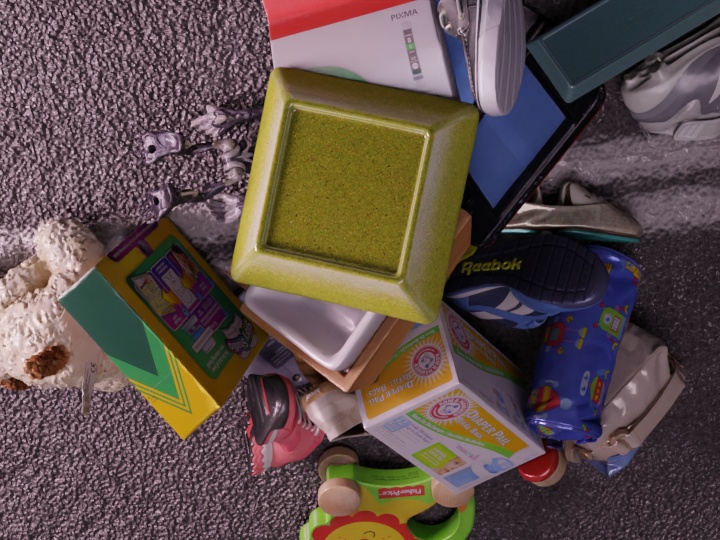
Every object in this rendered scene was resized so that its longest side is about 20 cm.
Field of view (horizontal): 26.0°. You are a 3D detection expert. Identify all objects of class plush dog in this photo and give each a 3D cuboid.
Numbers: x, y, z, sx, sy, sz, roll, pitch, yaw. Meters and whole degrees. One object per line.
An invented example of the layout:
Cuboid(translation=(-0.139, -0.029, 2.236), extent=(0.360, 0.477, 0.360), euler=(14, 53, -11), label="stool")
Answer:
Cuboid(translation=(-0.339, 0.062, 1.562), extent=(0.170, 0.161, 0.202), euler=(-1, 121, 30), label="plush dog")

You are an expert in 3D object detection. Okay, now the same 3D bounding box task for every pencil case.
Cuboid(translation=(0.224, 0.077, 1.552), extent=(0.086, 0.078, 0.202), euler=(23, 74, -24), label="pencil case")

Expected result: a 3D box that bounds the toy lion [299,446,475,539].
Cuboid(translation=(0.029, 0.284, 1.734), extent=(0.197, 0.069, 0.193), euler=(-5, 126, 1), label="toy lion")

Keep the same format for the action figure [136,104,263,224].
Cuboid(translation=(-0.123, -0.105, 1.486), extent=(0.199, 0.102, 0.120), euler=(-11, 94, -39), label="action figure")

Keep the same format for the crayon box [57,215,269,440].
Cuboid(translation=(-0.182, 0.047, 1.488), extent=(0.058, 0.200, 0.173), euler=(-38, 97, 18), label="crayon box")

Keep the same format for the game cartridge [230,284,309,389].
Cuboid(translation=(-0.055, 0.039, 1.605), extent=(0.199, 0.041, 0.133), euler=(-39, 110, 18), label="game cartridge")

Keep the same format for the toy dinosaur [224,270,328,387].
Cuboid(translation=(-0.047, 0.074, 1.571), extent=(0.105, 0.061, 0.201), euler=(-22, 118, 12), label="toy dinosaur")

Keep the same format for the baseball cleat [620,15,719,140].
Cuboid(translation=(0.349, -0.191, 1.478), extent=(0.198, 0.070, 0.107), euler=(-23, 124, 22), label="baseball cleat")

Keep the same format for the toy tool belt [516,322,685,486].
Cuboid(translation=(0.256, 0.157, 1.625), extent=(0.201, 0.125, 0.123), euler=(-51, 139, 0), label="toy tool belt")

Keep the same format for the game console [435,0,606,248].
Cuboid(translation=(0.101, -0.154, 1.459), extent=(0.118, 0.173, 0.201), euler=(16, 122, -41), label="game console")

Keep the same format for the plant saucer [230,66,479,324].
Cuboid(translation=(-0.010, -0.070, 1.388), extent=(0.198, 0.048, 0.202), euler=(12, 91, 10), label="plant saucer")

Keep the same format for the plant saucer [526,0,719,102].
Cuboid(translation=(0.250, -0.230, 1.412), extent=(0.199, 0.019, 0.070), euler=(-31, 75, -9), label="plant saucer")

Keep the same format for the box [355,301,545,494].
Cuboid(translation=(0.086, 0.126, 1.544), extent=(0.112, 0.102, 0.200), euler=(-28, 143, 19), label="box")

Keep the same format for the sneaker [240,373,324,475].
Cuboid(translation=(-0.074, 0.151, 1.617), extent=(0.086, 0.075, 0.200), euler=(-8, 158, -12), label="sneaker")

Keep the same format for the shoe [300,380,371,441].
Cuboid(translation=(0.005, 0.149, 1.592), extent=(0.070, 0.054, 0.199), euler=(-43, 157, 19), label="shoe")

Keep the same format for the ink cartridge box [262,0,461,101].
Cuboid(translation=(-0.005, -0.210, 1.426), extent=(0.159, 0.050, 0.202), euler=(-13, 106, 11), label="ink cartridge box")

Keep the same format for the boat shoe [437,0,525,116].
Cuboid(translation=(0.105, -0.235, 1.403), extent=(0.070, 0.072, 0.203), euler=(-5, 78, 25), label="boat shoe")

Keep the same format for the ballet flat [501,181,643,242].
Cuboid(translation=(0.187, -0.063, 1.542), extent=(0.197, 0.067, 0.063), euler=(3, 91, -6), label="ballet flat")

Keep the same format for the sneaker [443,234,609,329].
Cuboid(translation=(0.170, 0.015, 1.539), extent=(0.199, 0.074, 0.082), euler=(3, 150, 46), label="sneaker")

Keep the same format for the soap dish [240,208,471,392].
Cuboid(translation=(0.000, 0.000, 1.477), extent=(0.201, 0.157, 0.081), euler=(-54, 144, -3), label="soap dish")
